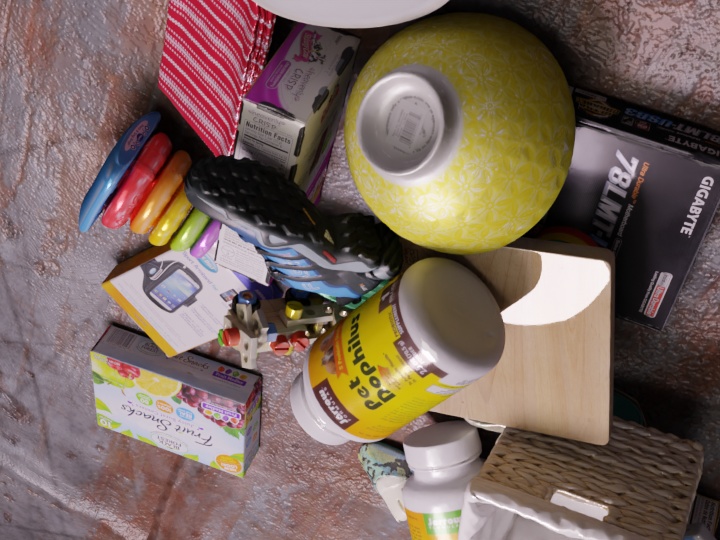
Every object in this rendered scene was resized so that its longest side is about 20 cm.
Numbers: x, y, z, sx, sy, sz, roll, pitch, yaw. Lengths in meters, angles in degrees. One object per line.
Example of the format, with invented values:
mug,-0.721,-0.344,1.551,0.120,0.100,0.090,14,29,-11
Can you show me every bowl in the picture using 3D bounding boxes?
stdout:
bowl,0.057,-0.112,0.964,0.200,0.108,0.201,1,92,33

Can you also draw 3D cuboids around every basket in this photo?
basket,0.207,0.253,1.158,0.198,0.161,0.200,17,131,18

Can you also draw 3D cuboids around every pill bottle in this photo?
pill bottle,0.024,0.079,1.056,0.109,0.109,0.200,40,133,-12
pill bottle,0.108,0.271,1.322,0.111,0.111,0.201,-8,100,32

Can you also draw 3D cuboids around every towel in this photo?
towel,-0.132,-0.198,1.066,0.145,0.022,0.200,50,143,28

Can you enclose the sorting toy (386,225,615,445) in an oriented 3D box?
sorting toy,0.134,0.042,1.092,0.198,0.070,0.200,9,127,22

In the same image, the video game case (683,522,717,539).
video game case,0.335,0.352,1.302,0.182,0.022,0.200,-23,118,40

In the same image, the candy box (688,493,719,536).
candy box,0.270,0.266,1.310,0.199,0.057,0.117,20,136,11

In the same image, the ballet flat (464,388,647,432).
ballet flat,0.199,0.145,1.244,0.199,0.068,0.062,8,160,25

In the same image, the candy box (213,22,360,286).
candy box,-0.068,-0.104,1.085,0.061,0.137,0.200,23,135,5

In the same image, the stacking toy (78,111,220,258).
stacking toy,-0.166,-0.052,1.203,0.200,0.116,0.110,34,136,-10

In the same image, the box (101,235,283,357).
box,-0.177,0.018,1.324,0.200,0.042,0.119,-23,116,37

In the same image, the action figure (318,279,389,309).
action figure,0.000,0.000,1.203,0.199,0.055,0.118,20,136,3

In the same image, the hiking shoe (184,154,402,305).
hiking shoe,-0.064,-0.023,1.011,0.200,0.075,0.087,26,131,-22

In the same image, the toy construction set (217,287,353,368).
toy construction set,-0.064,0.068,1.224,0.200,0.131,0.092,7,122,-38

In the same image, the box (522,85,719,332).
box,0.200,-0.057,1.057,0.198,0.050,0.200,21,136,10

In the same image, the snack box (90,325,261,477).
snack box,-0.221,0.158,1.463,0.199,0.053,0.142,18,137,11

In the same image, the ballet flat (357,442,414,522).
ballet flat,0.077,0.272,1.405,0.200,0.074,0.074,32,136,-2

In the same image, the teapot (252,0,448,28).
teapot,-0.011,-0.278,0.897,0.199,0.147,0.197,6,165,-23
